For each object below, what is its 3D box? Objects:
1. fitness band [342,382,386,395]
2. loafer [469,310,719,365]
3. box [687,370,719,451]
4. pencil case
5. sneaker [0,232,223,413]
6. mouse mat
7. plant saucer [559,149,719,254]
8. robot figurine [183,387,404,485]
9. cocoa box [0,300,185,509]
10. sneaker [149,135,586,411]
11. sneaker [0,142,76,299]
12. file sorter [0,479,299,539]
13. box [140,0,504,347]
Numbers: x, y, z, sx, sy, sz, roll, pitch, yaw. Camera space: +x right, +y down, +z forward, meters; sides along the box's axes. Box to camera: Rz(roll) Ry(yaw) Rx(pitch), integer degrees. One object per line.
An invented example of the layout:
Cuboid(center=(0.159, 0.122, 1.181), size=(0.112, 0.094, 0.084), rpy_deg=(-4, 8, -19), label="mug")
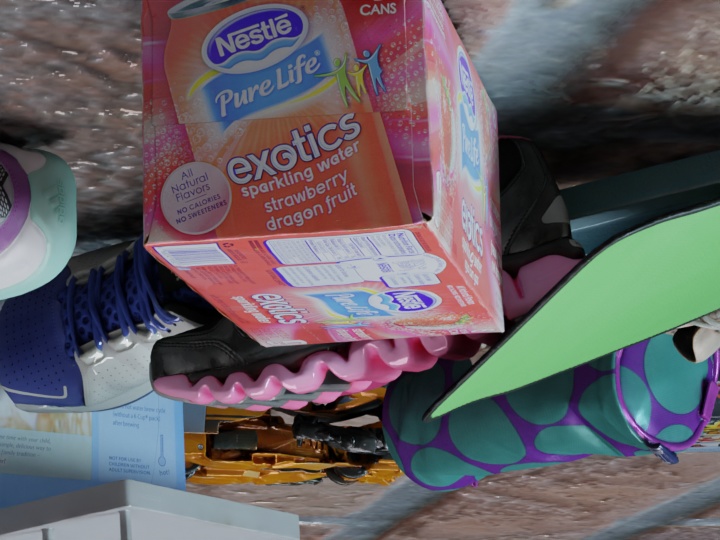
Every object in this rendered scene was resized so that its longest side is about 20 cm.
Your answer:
Cuboid(center=(-0.046, 0.044, 1.543), size=(0.143, 0.038, 0.200), rpy_deg=(1, 169, -9), label="fitness band")
Cuboid(center=(0.147, 0.021, 1.385), size=(0.199, 0.063, 0.072), rpy_deg=(0, 169, -4), label="loafer")
Cuboid(center=(0.208, 0.085, 1.754), size=(0.199, 0.038, 0.137), rpy_deg=(0, 168, -5), label="box")
Cuboid(center=(0.106, 0.074, 1.580), size=(0.199, 0.085, 0.092), rpy_deg=(-13, 135, 47), label="pencil case")
Cuboid(center=(-0.085, 0.003, 1.276), size=(0.198, 0.081, 0.115), rpy_deg=(-12, 161, 18), label="sneaker")
Cuboid(center=(0.129, 0.002, 1.166), size=(0.199, 0.008, 0.161), rpy_deg=(-17, 161, -38), label="mouse mat")
Cuboid(center=(0.100, -0.023, 1.222), size=(0.199, 0.019, 0.070), rpy_deg=(-15, 165, 15), label="plant saucer")
Cuboid(center=(-0.055, 0.102, 1.766), size=(0.199, 0.059, 0.145), rpy_deg=(2, 168, -11), label="robot figurine")
Cuboid(center=(-0.201, 0.069, 1.407), size=(0.199, 0.134, 0.131), rpy_deg=(9, 163, -39), label="cocoa box")
Cuboid(center=(0.000, 0.000, 1.183), size=(0.199, 0.096, 0.079), rpy_deg=(-17, 172, 12), label="sneaker")
Cuboid(center=(-0.229, -0.019, 1.163), size=(0.199, 0.078, 0.140), rpy_deg=(-22, 157, 35), label="sneaker")
Cuboid(center=(-0.143, 0.187, 1.363), size=(0.199, 0.125, 0.139), rpy_deg=(-16, 161, 31), label="file sorter")
Cuboid(center=(-0.008, -0.036, 1.023), size=(0.102, 0.095, 0.200), rpy_deg=(-3, 168, 10), label="box")
